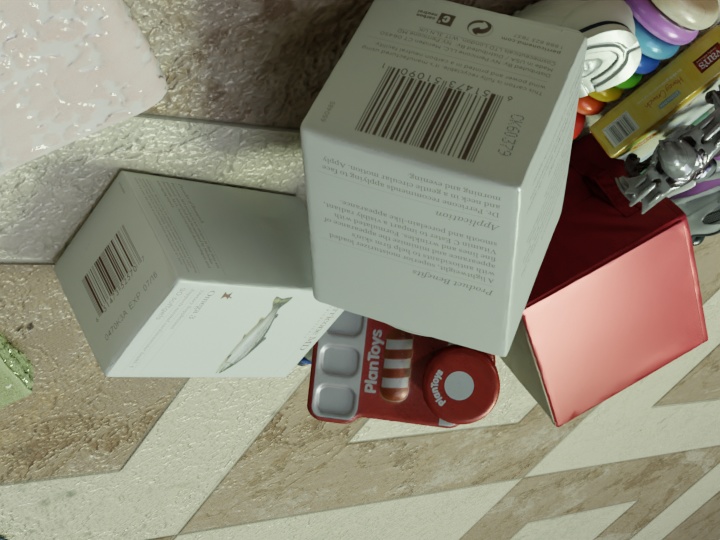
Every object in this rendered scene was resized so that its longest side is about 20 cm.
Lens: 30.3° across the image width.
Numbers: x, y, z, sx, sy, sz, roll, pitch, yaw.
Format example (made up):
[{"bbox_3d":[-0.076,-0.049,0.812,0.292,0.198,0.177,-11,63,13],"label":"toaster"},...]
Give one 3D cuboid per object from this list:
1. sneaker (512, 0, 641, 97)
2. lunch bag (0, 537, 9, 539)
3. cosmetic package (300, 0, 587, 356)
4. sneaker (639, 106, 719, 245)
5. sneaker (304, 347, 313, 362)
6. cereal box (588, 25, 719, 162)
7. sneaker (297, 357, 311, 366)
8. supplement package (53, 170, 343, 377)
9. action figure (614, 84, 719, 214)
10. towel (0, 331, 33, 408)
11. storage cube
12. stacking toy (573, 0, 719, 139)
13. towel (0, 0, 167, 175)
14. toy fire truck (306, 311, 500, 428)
[{"bbox_3d":[0.126,-0.174,1.087,0.199,0.081,0.077,-12,140,8],"label":"sneaker"},{"bbox_3d":[-0.454,0.357,1.371,0.200,0.083,0.161,-42,147,18],"label":"lunch bag"},{"bbox_3d":[0.063,-0.073,1.004,0.200,0.164,0.165,89,23,-52],"label":"cosmetic package"},{"bbox_3d":[0.383,-0.095,1.373,0.078,0.140,0.200,-25,160,-47],"label":"sneaker"},{"bbox_3d":[0.000,0.000,1.212,0.115,0.075,0.201,30,79,-25],"label":"sneaker"},{"bbox_3d":[0.294,-0.160,1.239,0.144,0.040,0.200,-40,171,17],"label":"cereal box"},{"bbox_3d":[-0.045,0.057,1.282,0.199,0.079,0.075,-2,142,-41],"label":"sneaker"},{"bbox_3d":[-0.124,0.009,1.088,0.199,0.118,0.117,5,134,-48],"label":"supplement package"},{"bbox_3d":[0.292,-0.106,1.178,0.130,0.070,0.200,-32,170,26],"label":"action figure"},{"bbox_3d":[-0.357,0.082,1.069,0.148,0.037,0.200,-27,152,-5],"label":"towel"},{"bbox_3d":[0.208,0.006,1.297,0.179,0.171,0.200,-29,131,-6],"label":"storage cube"},{"bbox_3d":[0.214,-0.185,1.158,0.085,0.086,0.200,-1,147,-43],"label":"stacking toy"},{"bbox_3d":[-0.235,-0.131,0.851,0.190,0.032,0.200,-29,153,-4],"label":"towel"},{"bbox_3d":[0.041,0.040,1.153,0.167,0.201,0.112,6,-170,2],"label":"toy fire truck"}]
